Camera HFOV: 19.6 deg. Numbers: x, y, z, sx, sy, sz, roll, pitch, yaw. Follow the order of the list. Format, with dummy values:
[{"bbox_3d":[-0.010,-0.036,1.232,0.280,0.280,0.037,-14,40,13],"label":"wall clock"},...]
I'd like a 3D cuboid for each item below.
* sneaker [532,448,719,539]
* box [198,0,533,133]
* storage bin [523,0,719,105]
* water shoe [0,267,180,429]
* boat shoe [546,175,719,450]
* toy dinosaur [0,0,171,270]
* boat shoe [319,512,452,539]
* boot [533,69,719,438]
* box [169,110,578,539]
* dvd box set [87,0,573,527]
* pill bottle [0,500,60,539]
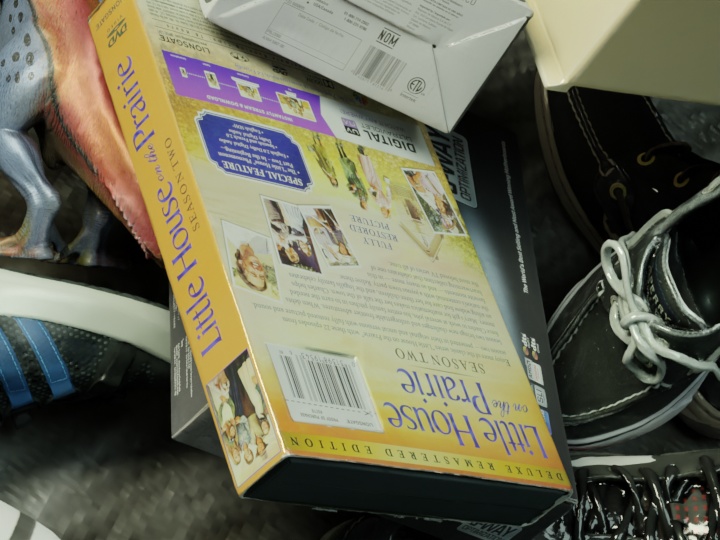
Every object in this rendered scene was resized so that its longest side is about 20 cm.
[{"bbox_3d":[0.123,0.106,0.873,0.199,0.098,0.071,14,61,-23],"label":"sneaker"},{"bbox_3d":[-0.017,-0.148,0.836,0.116,0.060,0.200,24,25,-27],"label":"box"},{"bbox_3d":[0.151,-0.164,0.853,0.199,0.094,0.200,4,54,-30],"label":"storage bin"},{"bbox_3d":[-0.149,0.036,0.779,0.199,0.071,0.080,13,87,-26],"label":"water shoe"},{"bbox_3d":[0.131,0.012,0.858,0.068,0.199,0.074,-10,68,-55],"label":"boat shoe"},{"bbox_3d":[-0.107,-0.093,0.809,0.105,0.199,0.183,6,88,-50],"label":"toy dinosaur"},{"bbox_3d":[0.037,0.183,0.800,0.074,0.066,0.201,0,66,-30],"label":"boat shoe"},{"bbox_3d":[0.165,-0.040,0.938,0.073,0.151,0.201,-11,72,-34],"label":"boot"},{"bbox_3d":[0.000,0.000,0.830,0.157,0.050,0.201,24,41,-29],"label":"box"},{"bbox_3d":[-0.011,-0.006,0.748,0.146,0.029,0.201,11,48,-44],"label":"dvd box set"},{"bbox_3d":[-0.164,0.115,0.676,0.199,0.116,0.116,31,54,-8],"label":"pill bottle"}]
